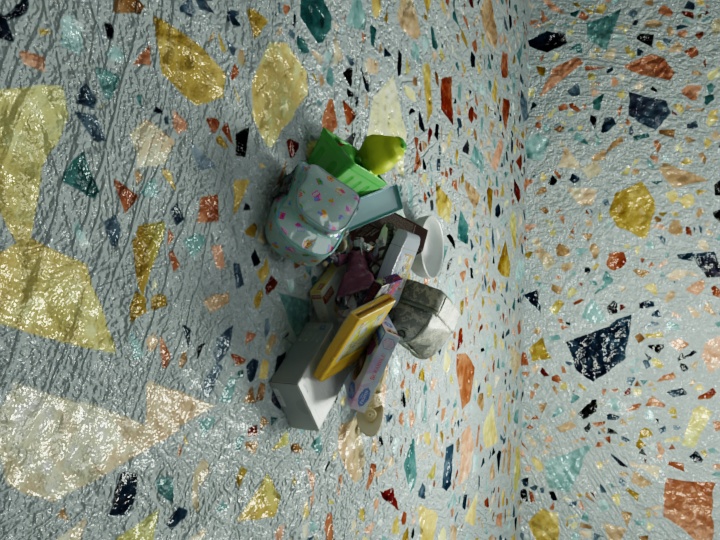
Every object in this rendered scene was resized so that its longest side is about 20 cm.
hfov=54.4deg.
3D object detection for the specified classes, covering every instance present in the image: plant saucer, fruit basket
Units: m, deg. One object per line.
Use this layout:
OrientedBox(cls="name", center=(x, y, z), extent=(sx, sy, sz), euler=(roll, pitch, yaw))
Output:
OrientedBox(cls="plant saucer", center=(0.022, -0.156, 1.751), extent=(0.200, 0.019, 0.070), euler=(-25, 107, -33))
OrientedBox(cls="fruit basket", center=(0.005, -0.276, 1.692), extent=(0.156, 0.216, 0.216), euler=(52, 15, 24))

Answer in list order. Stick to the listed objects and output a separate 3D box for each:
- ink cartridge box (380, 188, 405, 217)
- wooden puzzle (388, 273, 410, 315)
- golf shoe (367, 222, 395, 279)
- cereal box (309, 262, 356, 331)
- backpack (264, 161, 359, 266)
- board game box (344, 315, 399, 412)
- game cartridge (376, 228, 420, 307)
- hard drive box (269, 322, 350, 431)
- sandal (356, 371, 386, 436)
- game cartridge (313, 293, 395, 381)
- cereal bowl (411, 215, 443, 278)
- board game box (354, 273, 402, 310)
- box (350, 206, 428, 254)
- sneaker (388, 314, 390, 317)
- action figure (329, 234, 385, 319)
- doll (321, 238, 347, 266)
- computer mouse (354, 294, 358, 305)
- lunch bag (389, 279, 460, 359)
OrientedBox(cls="ink cartridge box", center=(0.086, -0.130, 2.026), extent=(0.104, 0.059, 0.200), euler=(-65, 144, -40))
OrientedBox(cls="wooden puzzle", center=(0.089, 0.035, 1.923), extent=(0.200, 0.037, 0.185), euler=(47, 45, -48))
OrientedBox(cls="golf shoe", center=(0.034, -0.029, 1.764), extent=(0.077, 0.088, 0.200), euler=(-28, 134, -73))
OrientedBox(cls="cereal box", center=(-0.058, 0.098, 1.769), extent=(0.144, 0.039, 0.200), euler=(-57, 138, -49))
OrientedBox(cls="backpack", center=(-0.107, -0.118, 1.526), extent=(0.176, 0.153, 0.200), euler=(33, 67, -20))
OrientedBox(cls="board game box", center=(0.021, 0.211, 1.689), extent=(0.200, 0.041, 0.200), euler=(-118, -128, -76))
OrientedBox(cls="game cartridge", center=(0.087, -0.002, 1.735), extent=(0.200, 0.041, 0.133), euler=(-70, 163, 4))
OrientedBox(cls="hard drive box", center=(-0.111, 0.244, 1.629), extent=(0.200, 0.077, 0.156), euler=(-59, 140, -45))
OrientedBox(cls="sandal", center=(0.025, 0.337, 1.898), extent=(0.070, 0.077, 0.212), euler=(68, 27, -49))
OrientedBox(cls="game cartridge", center=(-0.014, 0.152, 1.574), extent=(0.176, 0.032, 0.200), euler=(-22, 146, -57))
OrientedBox(cls="cereal bowl", center=(0.192, -0.074, 2.210), extent=(0.200, 0.083, 0.200), euler=(-5, 96, -63))
OrientedBox(cls="board game box", center=(0.015, 0.098, 1.634), extent=(0.200, 0.032, 0.120), euler=(-57, 166, 23))
OrientedBox(cls="box", center=(0.065, -0.104, 1.836), extent=(0.200, 0.100, 0.075), euler=(24, 62, -18))
OrientedBox(cls="sneaker", center=(0.054, 0.206, 1.889), extent=(0.105, 0.076, 0.200), euler=(-8, 119, -34))
OrientedBox(cls="action figure", center=(0.000, 0.000, 1.709), extent=(0.149, 0.134, 0.200), euler=(77, 13, -53))
OrientedBox(cls="doll", center=(-0.084, -0.078, 1.702), extent=(0.200, 0.048, 0.137), euler=(19, 83, -63))
OrientedBox(cls="computer mouse", center=(0.038, 0.038, 1.913), extent=(0.200, 0.053, 0.139), euler=(3, 79, -70))
OrientedBox(cls="lunch bag", center=(0.160, 0.138, 1.858), extent=(0.168, 0.139, 0.200), euler=(-66, 151, -13))
